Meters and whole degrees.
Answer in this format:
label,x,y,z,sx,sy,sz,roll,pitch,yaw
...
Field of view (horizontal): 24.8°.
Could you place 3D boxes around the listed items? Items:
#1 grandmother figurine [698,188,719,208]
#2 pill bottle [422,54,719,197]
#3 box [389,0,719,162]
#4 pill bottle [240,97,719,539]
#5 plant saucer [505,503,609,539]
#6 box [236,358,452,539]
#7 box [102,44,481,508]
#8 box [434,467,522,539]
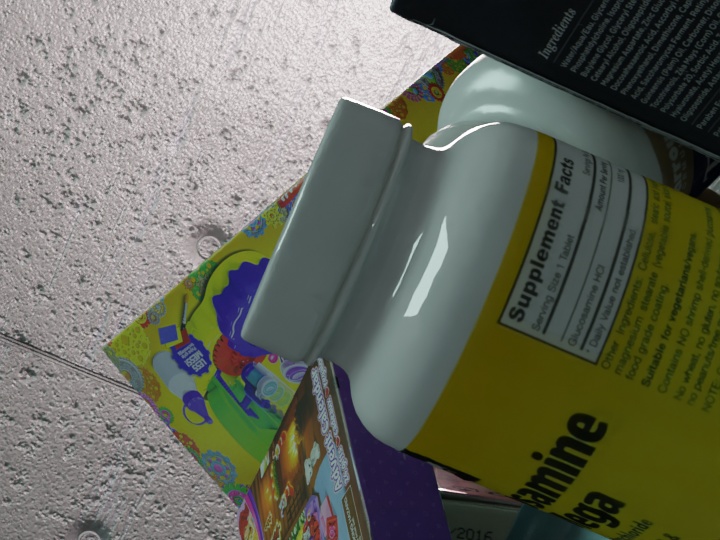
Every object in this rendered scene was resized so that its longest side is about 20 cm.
label,x,y,z,sx,sy,sz,roll,pitch,yaw
grandmother figurine,0.120,0.048,0.841,0.121,0.061,0.200,-33,-25,-41
pill bottle,0.106,-0.066,0.732,0.200,0.111,0.111,-40,-13,-34
box,0.142,-0.166,0.666,0.124,0.197,0.200,117,174,-55
pill bottle,0.069,0.022,0.529,0.112,0.200,0.112,-157,90,-87
plant saucer,0.075,0.146,0.641,0.200,0.027,0.200,-158,90,-87
box,-0.004,0.146,0.689,0.200,0.039,0.137,-105,29,-42
box,0.000,0.000,0.905,0.200,0.122,0.193,-37,5,39
box,0.022,0.165,0.891,0.200,0.109,0.128,-139,56,-87
